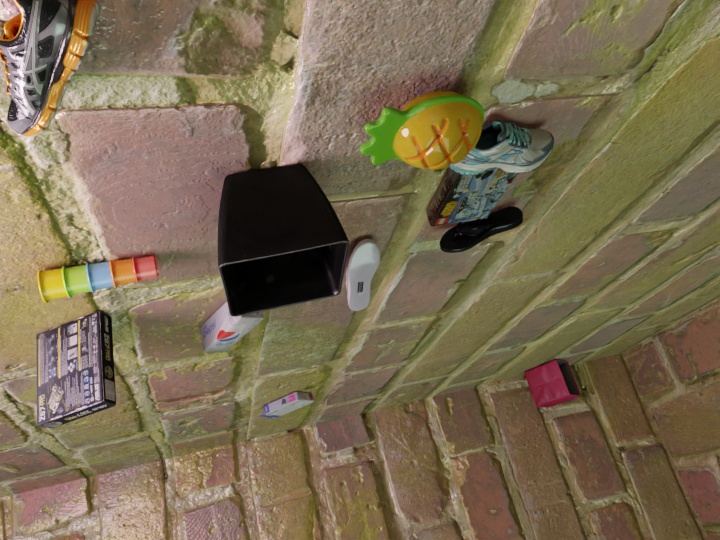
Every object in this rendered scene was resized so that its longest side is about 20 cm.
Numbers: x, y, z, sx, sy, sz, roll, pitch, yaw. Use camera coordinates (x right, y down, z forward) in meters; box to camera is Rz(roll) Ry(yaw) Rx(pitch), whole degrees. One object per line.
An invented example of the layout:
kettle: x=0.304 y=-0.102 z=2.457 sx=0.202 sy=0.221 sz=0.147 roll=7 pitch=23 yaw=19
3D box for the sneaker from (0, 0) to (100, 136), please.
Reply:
sneaker: x=-0.348 y=-0.225 z=0.621 sx=0.077 sy=0.079 sz=0.200 roll=21 pitch=135 yaw=-34

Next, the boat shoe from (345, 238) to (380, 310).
boat shoe: x=0.000 y=0.000 z=1.323 sx=0.071 sy=0.066 sz=0.202 roll=-8 pitch=133 yaw=-12

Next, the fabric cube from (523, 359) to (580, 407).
fabric cube: x=1.038 y=0.613 z=3.144 sx=0.198 sy=0.203 sz=0.195 roll=-30 pitch=153 yaw=31

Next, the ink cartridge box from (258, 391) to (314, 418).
ink cartridge box: x=-0.296 y=0.535 z=2.305 sx=0.198 sy=0.042 sz=0.119 roll=-29 pitch=154 yaw=19

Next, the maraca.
maraca: x=0.096 y=-0.210 z=0.884 sx=0.197 sy=0.108 sz=0.138 roll=-10 pitch=148 yaw=-15

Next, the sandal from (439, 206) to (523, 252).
sandal: x=0.263 y=-0.102 z=1.291 sx=0.198 sy=0.076 sz=0.048 roll=-24 pitch=131 yaw=-1

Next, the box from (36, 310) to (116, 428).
box: x=-0.593 y=0.204 z=1.207 sx=0.159 sy=0.203 sz=0.049 roll=-20 pitch=155 yaw=6

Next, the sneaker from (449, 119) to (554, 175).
sneaker: x=0.252 y=-0.219 z=1.008 sx=0.197 sy=0.079 sz=0.087 roll=-12 pitch=152 yaw=-11

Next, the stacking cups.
stacking cups: x=-0.468 y=0.013 z=1.050 sx=0.197 sy=0.061 sz=0.061 roll=-9 pitch=155 yaw=-16

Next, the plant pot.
plant pot: x=-0.142 y=-0.058 z=0.968 sx=0.197 sy=0.180 sz=0.200 roll=-12 pitch=155 yaw=-12

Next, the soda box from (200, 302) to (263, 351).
soda box: x=-0.310 y=0.126 z=1.388 sx=0.063 sy=0.069 sz=0.199 roll=7 pitch=148 yaw=-41

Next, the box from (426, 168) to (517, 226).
box: x=0.223 y=-0.163 z=1.150 sx=0.135 sy=0.040 sz=0.201 roll=-10 pitch=155 yaw=-18
